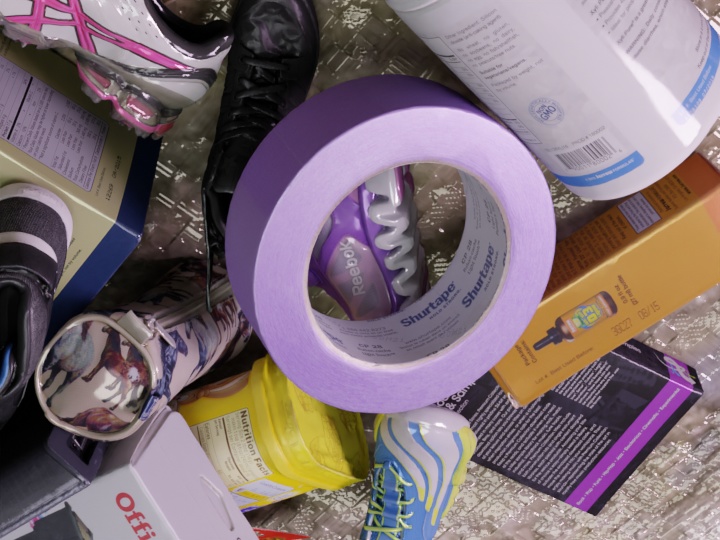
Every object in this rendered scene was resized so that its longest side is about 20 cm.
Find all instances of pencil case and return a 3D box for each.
[{"bbox_3d":[-0.133,0.046,0.923,0.089,0.200,0.078,-33,92,18],"label":"pencil case"}]

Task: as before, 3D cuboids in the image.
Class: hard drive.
[{"bbox_3d":[-0.225,0.110,0.936,0.134,0.200,0.043,-31,109,8],"label":"hard drive"}]

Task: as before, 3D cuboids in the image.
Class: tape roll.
[{"bbox_3d":[0.019,-0.015,0.865,0.197,0.066,0.203,-10,118,-18],"label":"tape roll"}]

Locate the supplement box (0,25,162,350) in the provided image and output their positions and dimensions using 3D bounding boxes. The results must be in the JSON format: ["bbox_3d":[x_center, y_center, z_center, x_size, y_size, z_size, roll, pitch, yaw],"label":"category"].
[{"bbox_3d":[-0.265,-0.045,0.889,0.199,0.135,0.200,33,119,-21],"label":"supplement box"}]

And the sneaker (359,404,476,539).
[{"bbox_3d":[0.038,0.168,1.017,0.075,0.106,0.201,12,155,9],"label":"sneaker"}]

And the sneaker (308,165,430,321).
[{"bbox_3d":[0.000,0.000,0.964,0.087,0.081,0.202,-5,120,9],"label":"sneaker"}]

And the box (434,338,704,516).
[{"bbox_3d":[0.136,0.094,1.052,0.198,0.036,0.144,25,120,-18],"label":"box"}]

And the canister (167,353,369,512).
[{"bbox_3d":[-0.111,0.136,1.023,0.198,0.088,0.148,-19,160,15],"label":"canister"}]

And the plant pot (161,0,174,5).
[{"bbox_3d":[-0.163,-0.244,0.817,0.197,0.028,0.202,0,124,0],"label":"plant pot"}]

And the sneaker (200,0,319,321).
[{"bbox_3d":[-0.066,-0.078,0.886,0.059,0.105,0.202,10,125,-7],"label":"sneaker"}]

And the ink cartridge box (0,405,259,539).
[{"bbox_3d":[-0.182,0.201,0.942,0.198,0.083,0.147,-26,104,20],"label":"ink cartridge box"}]

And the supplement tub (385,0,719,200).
[{"bbox_3d":[0.114,-0.150,0.822,0.131,0.133,0.200,-36,118,23],"label":"supplement tub"}]

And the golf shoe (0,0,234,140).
[{"bbox_3d":[-0.165,-0.166,0.816,0.092,0.073,0.199,-42,126,19],"label":"golf shoe"}]

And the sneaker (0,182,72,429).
[{"bbox_3d":[-0.226,0.056,0.809,0.072,0.112,0.201,18,124,-13],"label":"sneaker"}]

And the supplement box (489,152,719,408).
[{"bbox_3d":[0.167,0.007,0.948,0.199,0.069,0.067,-34,114,6],"label":"supplement box"}]

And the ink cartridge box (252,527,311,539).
[{"bbox_3d":[-0.155,0.237,1.078,0.198,0.048,0.160,-14,162,19],"label":"ink cartridge box"}]
